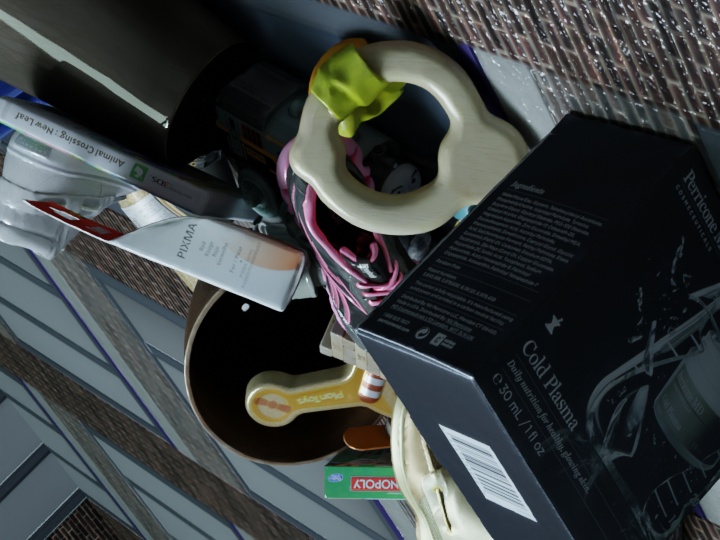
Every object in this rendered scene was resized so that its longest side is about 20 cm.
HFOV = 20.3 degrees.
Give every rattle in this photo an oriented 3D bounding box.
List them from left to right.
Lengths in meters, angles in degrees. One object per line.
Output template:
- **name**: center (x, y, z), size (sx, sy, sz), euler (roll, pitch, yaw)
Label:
- **rattle**: center (0.055, -0.075, 1.342), size (0.199, 0.131, 0.143), euler (19, 175, -4)

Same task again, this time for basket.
- **basket**: center (-0.192, -0.181, 1.559), size (0.199, 0.136, 0.181), euler (33, 131, 16)

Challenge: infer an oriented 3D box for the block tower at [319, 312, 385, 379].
- **block tower**: center (0.069, 0.067, 1.489), size (0.199, 0.054, 0.058), euler (22, 160, 9)

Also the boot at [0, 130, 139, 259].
- **boot**: center (-0.246, -0.058, 1.648), size (0.073, 0.096, 0.200), euler (26, -175, 18)

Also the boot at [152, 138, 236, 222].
- **boot**: center (-0.129, -0.101, 1.700), size (0.138, 0.078, 0.200), euler (19, 150, 46)

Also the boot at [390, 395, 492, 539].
- **boot**: center (0.110, 0.171, 1.536), size (0.154, 0.073, 0.201), euler (2, 117, 32)

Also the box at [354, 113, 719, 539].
- **box**: center (0.137, 0.050, 1.213), size (0.124, 0.197, 0.201), euler (19, 149, 52)

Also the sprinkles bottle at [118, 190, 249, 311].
- **sprinkles bottle**: center (-0.174, -0.043, 1.929), size (0.200, 0.068, 0.068), euler (51, 162, -18)

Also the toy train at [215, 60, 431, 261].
- **toy train**: center (-0.029, -0.077, 1.512), size (0.199, 0.085, 0.114), euler (33, 149, 34)

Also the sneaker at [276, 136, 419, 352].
- **sneaker**: center (0.006, -0.001, 1.401), size (0.201, 0.079, 0.095), euler (58, -179, -18)

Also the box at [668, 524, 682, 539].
- **box**: center (0.182, 0.185, 1.627), size (0.157, 0.050, 0.200), euler (28, 158, 24)

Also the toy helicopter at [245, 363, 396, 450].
- **toy helicopter**: center (0.005, 0.098, 1.624), size (0.079, 0.198, 0.133), euler (-84, -19, -53)

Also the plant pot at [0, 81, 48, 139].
- **plant pot**: center (-0.404, -0.202, 1.900), size (0.180, 0.200, 0.200), euler (53, 162, -2)

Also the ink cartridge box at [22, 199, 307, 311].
- **ink cartridge box**: center (-0.136, -0.030, 1.463), size (0.199, 0.050, 0.162), euler (25, -179, -2)

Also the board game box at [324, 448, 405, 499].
- **board game box**: center (0.047, 0.168, 1.716), size (0.133, 0.029, 0.200), euler (1, -179, 7)

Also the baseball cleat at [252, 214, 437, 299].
- **baseball cleat**: center (0.000, 0.000, 1.565), size (0.199, 0.106, 0.070), euler (30, 153, 35)

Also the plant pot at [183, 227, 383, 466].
- **plant pot**: center (-0.073, 0.039, 1.734), size (0.187, 0.186, 0.200), euler (53, -177, -25)

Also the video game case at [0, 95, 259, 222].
- **video game case**: center (-0.175, -0.085, 1.583), size (0.181, 0.022, 0.200), euler (25, -176, 10)

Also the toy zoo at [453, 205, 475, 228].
- **toy zoo**: center (0.126, 0.022, 1.396), size (0.200, 0.020, 0.131), euler (50, 148, 6)
